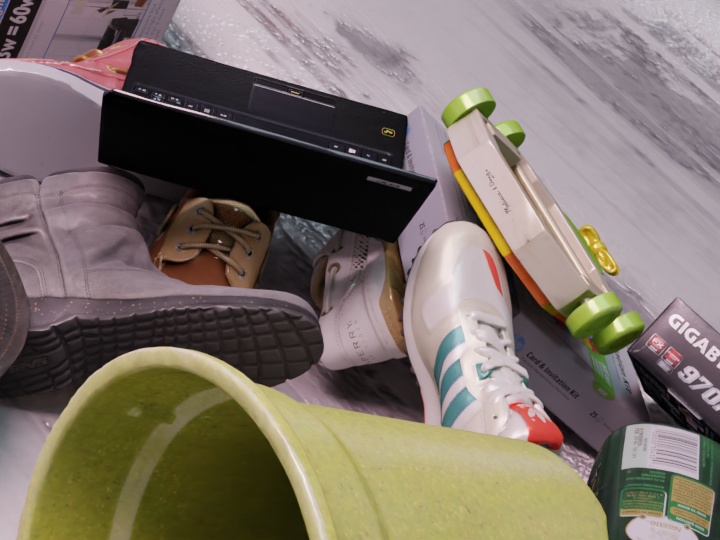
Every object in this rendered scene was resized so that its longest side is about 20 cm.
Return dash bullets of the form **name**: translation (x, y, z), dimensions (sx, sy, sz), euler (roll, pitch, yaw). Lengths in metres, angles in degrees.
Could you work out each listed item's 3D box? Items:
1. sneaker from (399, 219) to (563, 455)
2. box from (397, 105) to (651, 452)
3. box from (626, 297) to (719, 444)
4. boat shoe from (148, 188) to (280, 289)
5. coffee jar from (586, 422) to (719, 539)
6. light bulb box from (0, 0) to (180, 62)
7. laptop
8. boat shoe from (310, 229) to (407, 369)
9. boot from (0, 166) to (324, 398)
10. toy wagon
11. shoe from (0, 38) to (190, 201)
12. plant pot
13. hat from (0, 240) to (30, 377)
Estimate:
- **sneaker**: translation (0.073, 0.068, 0.924), dimensions (0.070, 0.093, 0.202), euler (12, 73, -35)
- **box**: translation (0.096, 0.009, 1.092), dimensions (0.200, 0.041, 0.156), euler (42, 23, -31)
- **box**: translation (0.235, 0.099, 1.042), dimensions (0.159, 0.046, 0.200), euler (44, 0, 16)
- **boat shoe**: translation (-0.089, -0.010, 1.004), dimensions (0.075, 0.074, 0.201), euler (24, 32, -8)
- **coffee jar**: translation (0.150, 0.175, 0.909), dimensions (0.085, 0.105, 0.200), euler (14, 32, 6)
- **light bulb box**: translation (-0.243, -0.233, 1.143), dimensions (0.199, 0.125, 0.199), euler (-4, 46, -43)
- **laptop**: translation (-0.049, -0.091, 0.979), dimensions (0.176, 0.104, 0.201), euler (16, 38, -6)
- **boat shoe**: translation (0.000, 0.000, 1.068), dimensions (0.200, 0.069, 0.071), euler (-79, 145, -68)
- **boot**: translation (-0.119, -0.004, 0.915), dimensions (0.198, 0.070, 0.132), euler (2, 45, -5)
- **toy wagon**: translation (0.112, -0.021, 1.040), dimensions (0.156, 0.039, 0.200), euler (61, 11, 20)
- **shoe**: translation (-0.168, -0.103, 1.080), dimensions (0.199, 0.072, 0.091), euler (12, 33, -32)
- **plant pot**: translation (-0.004, 0.132, 0.665), dimensions (0.183, 0.201, 0.201), euler (4, 40, -41)
- **hat**: translation (-0.259, 0.015, 0.829), dimensions (0.199, 0.081, 0.201), euler (18, 40, -16)
